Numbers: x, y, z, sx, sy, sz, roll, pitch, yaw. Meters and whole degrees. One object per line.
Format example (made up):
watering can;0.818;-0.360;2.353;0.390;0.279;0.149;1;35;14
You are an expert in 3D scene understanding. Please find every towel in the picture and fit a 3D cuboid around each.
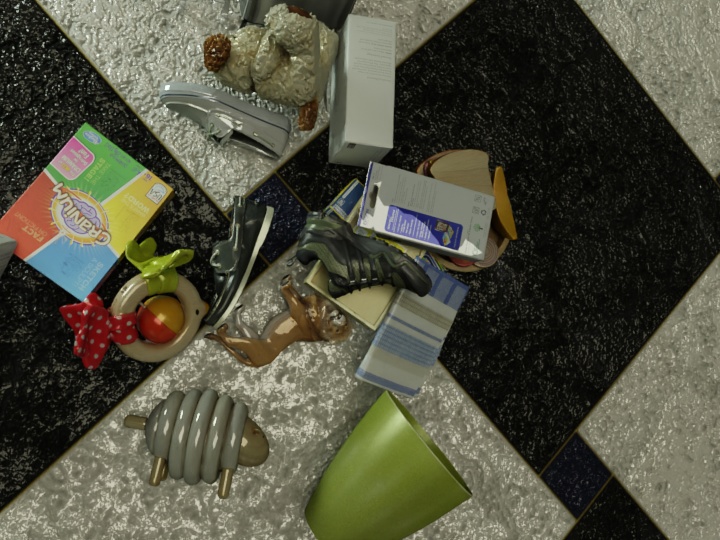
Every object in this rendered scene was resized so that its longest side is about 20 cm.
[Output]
towel;0.080;0.091;0.970;0.146;0.024;0.202;27;90;-44

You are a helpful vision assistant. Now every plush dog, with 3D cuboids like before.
plush dog;-0.137;-0.296;0.935;0.170;0.200;0.162;12;105;9

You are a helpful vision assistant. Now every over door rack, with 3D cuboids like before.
over door rack;-0.244;-0.451;0.905;0.146;0.201;0.067;11;50;-15

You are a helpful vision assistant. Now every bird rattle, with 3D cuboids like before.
bird rattle;-0.288;0.058;0.871;0.163;0.112;0.201;49;62;-38

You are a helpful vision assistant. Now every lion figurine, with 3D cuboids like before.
lion figurine;-0.116;0.090;0.950;0.199;0.072;0.123;-31;106;-3

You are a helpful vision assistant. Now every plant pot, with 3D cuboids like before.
plant pot;0.023;0.308;0.915;0.200;0.187;0.188;-40;95;-1

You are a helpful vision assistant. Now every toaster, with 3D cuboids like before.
toaster;-0.099;-0.469;0.987;0.179;0.119;0.203;-2;84;-16

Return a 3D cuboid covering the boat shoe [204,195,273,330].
boat shoe;-0.188;-0.013;0.931;0.067;0.072;0.202;24;70;-19

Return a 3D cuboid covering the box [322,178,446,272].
box;0.035;-0.045;1.001;0.200;0.070;0.064;44;75;-7

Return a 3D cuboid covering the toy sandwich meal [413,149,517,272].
toy sandwich meal;0.173;-0.100;1.047;0.203;0.070;0.208;2;83;-16

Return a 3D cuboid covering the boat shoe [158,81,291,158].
boat shoe;-0.200;-0.219;0.951;0.198;0.073;0.068;13;79;-15

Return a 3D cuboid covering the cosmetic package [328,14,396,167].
cosmetic package;0.001;-0.272;0.998;0.080;0.113;0.203;2;84;-15

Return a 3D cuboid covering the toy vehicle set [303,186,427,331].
toy vehicle set;0.022;-0.029;0.946;0.124;0.026;0.201;36;78;-9

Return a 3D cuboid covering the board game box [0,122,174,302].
board game box;-0.382;-0.079;0.899;0.152;0.040;0.201;37;75;-9

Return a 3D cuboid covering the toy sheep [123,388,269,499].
toy sheep;-0.220;0.225;0.867;0.198;0.138;0.140;13;80;-8

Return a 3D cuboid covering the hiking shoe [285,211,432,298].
hiking shoe;0.000;0.000;0.891;0.199;0.076;0.101;27;92;4

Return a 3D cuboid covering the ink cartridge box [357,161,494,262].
ink cartridge box;0.092;-0.083;0.934;0.198;0.039;0.101;15;82;-14

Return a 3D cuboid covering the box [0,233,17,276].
box;-0.554;0.003;0.740;0.198;0.200;0.173;28;92;-11
